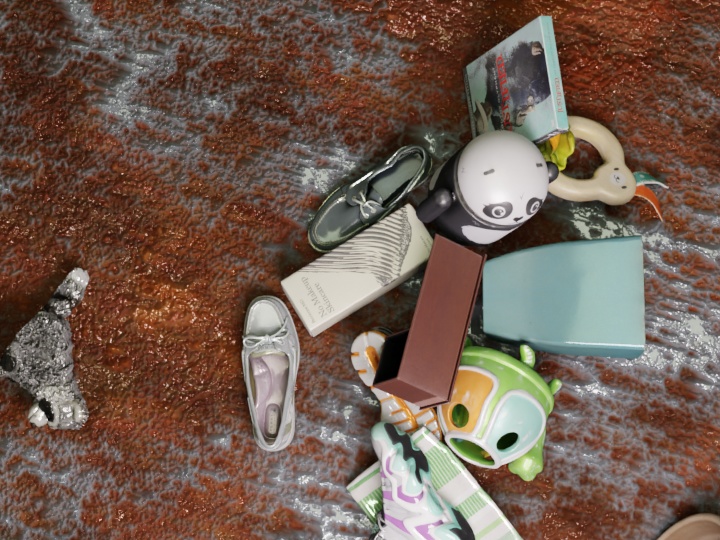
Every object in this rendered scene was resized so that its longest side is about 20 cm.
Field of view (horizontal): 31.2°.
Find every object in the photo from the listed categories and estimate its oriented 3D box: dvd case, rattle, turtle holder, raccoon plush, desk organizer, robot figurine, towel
[{"bbox_3d":[0.195,-0.222,1.655,0.022,0.200,0.147,-4,82,-24],"label":"dvd case"},{"bbox_3d":[0.323,-0.154,1.668,0.199,0.143,0.130,31,47,13],"label":"rattle"},{"bbox_3d":[0.166,0.180,1.623,0.140,0.186,0.132,17,62,19],"label":"turtle holder"},{"bbox_3d":[-0.373,0.109,1.662,0.134,0.097,0.200,35,83,-3],"label":"raccoon plush"},{"bbox_3d":[0.086,0.063,1.601,0.077,0.072,0.201,25,67,-21],"label":"desk organizer"},{"bbox_3d":[0.158,-0.099,1.629,0.125,0.200,0.151,35,69,-6],"label":"robot figurine"},{"bbox_3d":[0.093,0.312,1.631,0.152,0.023,0.200,-41,84,21],"label":"towel"}]

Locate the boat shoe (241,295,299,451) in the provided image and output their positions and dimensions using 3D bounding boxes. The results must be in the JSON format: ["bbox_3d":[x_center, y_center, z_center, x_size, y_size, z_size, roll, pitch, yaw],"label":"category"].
[{"bbox_3d":[-0.117,0.131,1.667,0.074,0.065,0.203,0,82,0],"label":"boat shoe"}]

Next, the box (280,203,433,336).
[{"bbox_3d":[0.000,0.000,1.684,0.199,0.068,0.082,-33,83,-5],"label":"box"}]

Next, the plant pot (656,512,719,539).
[{"bbox_3d":[0.448,0.424,1.574,0.174,0.200,0.201,33,83,-12],"label":"plant pot"}]

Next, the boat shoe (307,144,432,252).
[{"bbox_3d":[0.011,-0.099,1.701,0.200,0.062,0.073,-37,83,-5],"label":"boat shoe"}]

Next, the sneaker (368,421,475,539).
[{"bbox_3d":[0.035,0.298,1.596,0.140,0.078,0.201,-33,88,21],"label":"sneaker"}]

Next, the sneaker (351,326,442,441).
[{"bbox_3d":[0.056,0.159,1.660,0.078,0.077,0.201,-18,101,18],"label":"sneaker"}]

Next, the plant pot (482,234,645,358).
[{"bbox_3d":[0.256,0.038,1.645,0.199,0.141,0.142,-1,81,7],"label":"plant pot"}]
